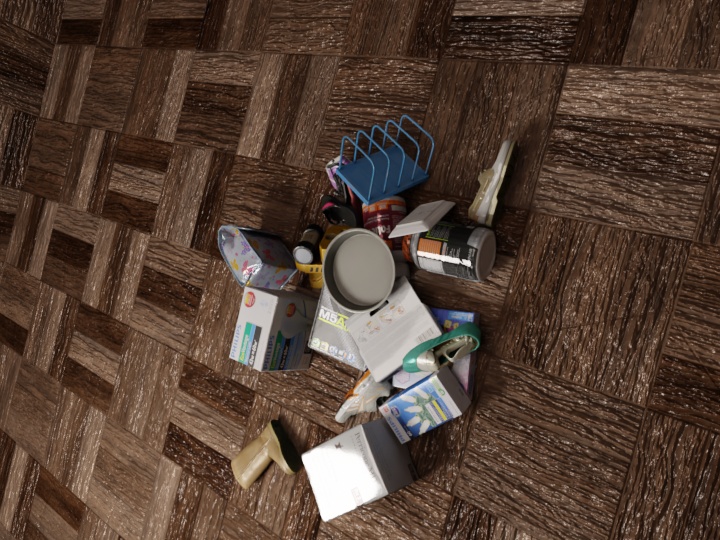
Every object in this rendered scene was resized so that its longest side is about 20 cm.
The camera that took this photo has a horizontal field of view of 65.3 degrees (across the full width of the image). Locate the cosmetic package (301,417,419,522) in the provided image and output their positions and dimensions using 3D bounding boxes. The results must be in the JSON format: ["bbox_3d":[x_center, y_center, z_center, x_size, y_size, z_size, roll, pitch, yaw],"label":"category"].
[{"bbox_3d":[0.000,0.471,1.347,0.199,0.164,0.167,-34,68,24],"label":"cosmetic package"}]

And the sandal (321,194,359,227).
[{"bbox_3d":[-0.067,-0.153,1.488,0.199,0.045,0.076,28,145,60],"label":"sandal"}]

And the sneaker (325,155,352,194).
[{"bbox_3d":[-0.008,-0.246,1.469,0.198,0.115,0.073,9,59,32],"label":"sneaker"}]

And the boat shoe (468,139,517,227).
[{"bbox_3d":[0.303,-0.206,1.292,0.068,0.074,0.203,20,96,27],"label":"boat shoe"}]

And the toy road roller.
[{"bbox_3d":[-0.076,-0.032,1.491,0.197,0.124,0.148,1,124,13],"label":"toy road roller"}]

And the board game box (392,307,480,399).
[{"bbox_3d":[0.178,0.191,1.341,0.197,0.041,0.203,3,86,33],"label":"board game box"}]

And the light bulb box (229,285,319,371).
[{"bbox_3d":[-0.222,0.157,1.513,0.123,0.199,0.201,14,92,33],"label":"light bulb box"}]

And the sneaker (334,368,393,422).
[{"bbox_3d":[0.009,0.334,1.412,0.091,0.076,0.201,35,125,1],"label":"sneaker"}]

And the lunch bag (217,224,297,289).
[{"bbox_3d":[-0.299,-0.054,1.608,0.127,0.169,0.201,-49,61,19],"label":"lunch bag"}]

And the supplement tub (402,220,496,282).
[{"bbox_3d":[0.205,-0.051,1.308,0.198,0.122,0.125,14,91,33],"label":"supplement tub"}]

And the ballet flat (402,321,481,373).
[{"bbox_3d":[0.180,0.182,1.250,0.198,0.068,0.071,-30,23,10],"label":"ballet flat"}]

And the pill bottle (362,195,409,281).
[{"bbox_3d":[0.067,-0.075,1.405,0.113,0.114,0.203,-12,77,31],"label":"pill bottle"}]

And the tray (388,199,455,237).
[{"bbox_3d":[0.146,-0.127,1.320,0.106,0.200,0.022,-8,109,31],"label":"tray"}]

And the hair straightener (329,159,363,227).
[{"bbox_3d":[-0.047,-0.201,1.470,0.076,0.202,0.041,9,46,35],"label":"hair straightener"}]

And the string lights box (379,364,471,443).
[{"bbox_3d":[0.146,0.312,1.298,0.200,0.059,0.103,-40,82,37],"label":"string lights box"}]

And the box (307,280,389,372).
[{"bbox_3d":[-0.022,0.139,1.431,0.198,0.047,0.196,21,108,17],"label":"box"}]

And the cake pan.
[{"bbox_3d":[0.000,0.000,1.350,0.197,0.037,0.204,2,94,28],"label":"cake pan"}]

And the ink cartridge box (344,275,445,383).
[{"bbox_3d":[0.080,0.142,1.346,0.199,0.043,0.175,-38,63,13],"label":"ink cartridge box"}]

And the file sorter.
[{"bbox_3d":[0.061,-0.276,1.367,0.139,0.198,0.124,48,149,28],"label":"file sorter"}]

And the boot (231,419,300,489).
[{"bbox_3d":[-0.266,0.545,1.575,0.200,0.066,0.176,-49,49,18],"label":"boot"}]
